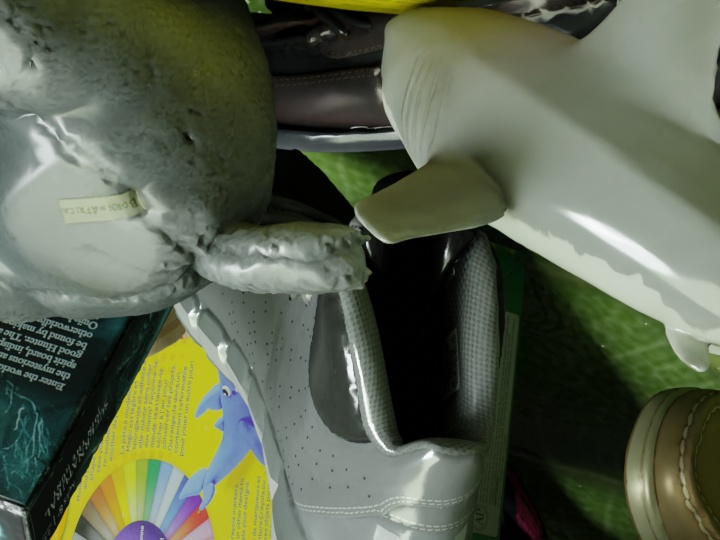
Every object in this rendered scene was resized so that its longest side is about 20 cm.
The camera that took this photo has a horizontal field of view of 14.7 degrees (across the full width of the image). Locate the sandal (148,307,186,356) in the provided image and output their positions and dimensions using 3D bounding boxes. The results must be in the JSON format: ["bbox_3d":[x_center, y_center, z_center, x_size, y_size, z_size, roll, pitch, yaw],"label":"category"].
[{"bbox_3d":[-0.141,0.040,0.971,0.211,0.078,0.070,-1,113,38],"label":"sandal"}]

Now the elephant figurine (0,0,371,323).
[{"bbox_3d":[-0.075,-0.082,0.740,0.141,0.200,0.155,-25,116,29],"label":"elephant figurine"}]

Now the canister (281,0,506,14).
[{"bbox_3d":[0.045,-0.112,0.614,0.148,0.087,0.199,4,173,-40],"label":"canister"}]

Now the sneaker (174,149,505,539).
[{"bbox_3d":[0.000,0.000,0.794,0.075,0.200,0.116,-4,136,-22],"label":"sneaker"}]

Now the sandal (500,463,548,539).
[{"bbox_3d":[0.036,0.095,1.005,0.200,0.045,0.075,45,140,-9],"label":"sandal"}]

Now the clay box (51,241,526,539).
[{"bbox_3d":[-0.036,0.050,0.938,0.047,0.116,0.199,15,168,-42],"label":"clay box"}]

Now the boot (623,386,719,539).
[{"bbox_3d":[0.189,0.097,0.848,0.200,0.073,0.155,44,148,-24],"label":"boot"}]

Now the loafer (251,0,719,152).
[{"bbox_3d":[0.027,-0.068,0.770,0.199,0.072,0.063,8,115,40],"label":"loafer"}]

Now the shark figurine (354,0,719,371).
[{"bbox_3d":[0.088,-0.023,0.618,0.214,0.128,0.090,28,107,17],"label":"shark figurine"}]

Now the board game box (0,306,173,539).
[{"bbox_3d":[-0.153,-0.006,0.784,0.199,0.136,0.028,17,144,13],"label":"board game box"}]
